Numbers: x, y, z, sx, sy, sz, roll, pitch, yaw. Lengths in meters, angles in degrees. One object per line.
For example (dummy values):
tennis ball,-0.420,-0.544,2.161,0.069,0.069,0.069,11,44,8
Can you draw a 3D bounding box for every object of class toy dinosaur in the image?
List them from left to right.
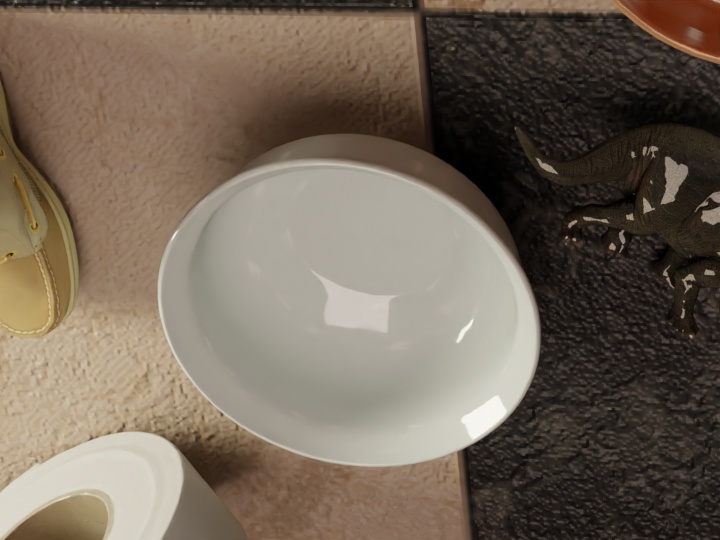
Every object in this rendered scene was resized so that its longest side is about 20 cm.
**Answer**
toy dinosaur,0.167,-0.034,1.357,0.200,0.077,0.102,38,114,-11

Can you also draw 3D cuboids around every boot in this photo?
boot,-0.214,-0.012,1.391,0.073,0.155,0.200,-4,127,15

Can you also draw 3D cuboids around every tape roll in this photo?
tape roll,-0.162,0.184,1.508,0.202,0.202,0.071,-23,120,27

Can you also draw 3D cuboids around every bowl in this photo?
bowl,0.000,0.000,1.396,0.201,0.090,0.201,6,129,7

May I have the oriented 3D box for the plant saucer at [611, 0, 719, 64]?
plant saucer,0.195,-0.184,1.246,0.200,0.032,0.200,6,128,8
